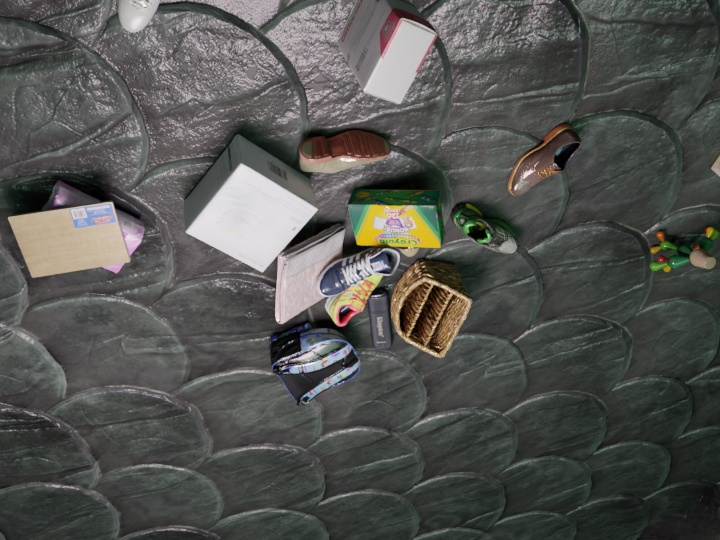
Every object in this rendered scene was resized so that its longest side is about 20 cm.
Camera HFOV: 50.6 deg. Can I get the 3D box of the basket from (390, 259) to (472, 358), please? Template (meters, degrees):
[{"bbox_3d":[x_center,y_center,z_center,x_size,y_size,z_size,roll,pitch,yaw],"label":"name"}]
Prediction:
[{"bbox_3d":[0.162,0.093,1.871,0.142,0.149,0.201,9,126,-22],"label":"basket"}]

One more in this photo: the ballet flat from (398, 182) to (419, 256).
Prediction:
[{"bbox_3d":[0.110,-0.109,1.752,0.066,0.057,0.201,-12,130,-8],"label":"ballet flat"}]

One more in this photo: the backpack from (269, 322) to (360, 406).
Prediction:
[{"bbox_3d":[-0.109,0.217,1.906,0.199,0.135,0.183,-24,130,6],"label":"backpack"}]

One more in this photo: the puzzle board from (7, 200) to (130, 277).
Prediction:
[{"bbox_3d":[-0.579,-0.064,1.528,0.199,0.017,0.151,-10,129,-8],"label":"puzzle board"}]

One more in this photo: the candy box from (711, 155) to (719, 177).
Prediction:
[{"bbox_3d":[0.951,-0.303,1.825,0.115,0.055,0.201,9,125,-22],"label":"candy box"}]

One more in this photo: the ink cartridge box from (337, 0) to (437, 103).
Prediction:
[{"bbox_3d":[0.043,-0.421,1.387,0.082,0.201,0.147,12,125,-28],"label":"ink cartridge box"}]

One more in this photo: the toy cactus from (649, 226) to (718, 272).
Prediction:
[{"bbox_3d":[0.841,-0.053,1.938,0.199,0.165,0.103,-19,111,-6],"label":"toy cactus"}]

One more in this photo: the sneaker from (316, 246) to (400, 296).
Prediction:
[{"bbox_3d":[0.000,0.000,1.717,0.199,0.108,0.070,-29,104,-21],"label":"sneaker"}]

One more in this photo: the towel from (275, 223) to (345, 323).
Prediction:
[{"bbox_3d":[-0.112,0.007,1.732,0.200,0.032,0.192,-31,142,-39],"label":"towel"}]

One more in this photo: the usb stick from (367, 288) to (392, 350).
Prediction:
[{"bbox_3d":[0.051,0.127,1.944,0.055,0.033,0.201,-10,131,-4],"label":"usb stick"}]

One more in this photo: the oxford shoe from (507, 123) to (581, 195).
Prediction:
[{"bbox_3d":[0.412,-0.238,1.719,0.071,0.073,0.200,24,119,-31],"label":"oxford shoe"}]

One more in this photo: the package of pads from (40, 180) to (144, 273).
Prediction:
[{"bbox_3d":[-0.561,-0.088,1.573,0.199,0.076,0.121,28,120,-32],"label":"package of pads"}]

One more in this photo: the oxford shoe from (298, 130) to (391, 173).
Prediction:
[{"bbox_3d":[-0.035,-0.246,1.609,0.198,0.071,0.074,-4,154,-13],"label":"oxford shoe"}]

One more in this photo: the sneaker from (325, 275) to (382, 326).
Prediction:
[{"bbox_3d":[-0.004,0.057,1.834,0.078,0.091,0.200,25,117,-28],"label":"sneaker"}]

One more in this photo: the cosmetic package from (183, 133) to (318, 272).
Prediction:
[{"bbox_3d":[-0.231,-0.136,1.595,0.199,0.123,0.200,29,118,-32],"label":"cosmetic package"}]

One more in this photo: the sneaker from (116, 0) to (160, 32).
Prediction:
[{"bbox_3d":[-0.364,-0.491,1.297,0.076,0.081,0.200,16,124,-28],"label":"sneaker"}]

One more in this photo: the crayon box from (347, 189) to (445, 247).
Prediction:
[{"bbox_3d":[0.081,-0.115,1.687,0.199,0.058,0.119,2,133,18],"label":"crayon box"}]

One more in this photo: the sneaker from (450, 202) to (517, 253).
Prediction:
[{"bbox_3d":[0.299,-0.082,1.808,0.199,0.085,0.078,23,120,-30],"label":"sneaker"}]
